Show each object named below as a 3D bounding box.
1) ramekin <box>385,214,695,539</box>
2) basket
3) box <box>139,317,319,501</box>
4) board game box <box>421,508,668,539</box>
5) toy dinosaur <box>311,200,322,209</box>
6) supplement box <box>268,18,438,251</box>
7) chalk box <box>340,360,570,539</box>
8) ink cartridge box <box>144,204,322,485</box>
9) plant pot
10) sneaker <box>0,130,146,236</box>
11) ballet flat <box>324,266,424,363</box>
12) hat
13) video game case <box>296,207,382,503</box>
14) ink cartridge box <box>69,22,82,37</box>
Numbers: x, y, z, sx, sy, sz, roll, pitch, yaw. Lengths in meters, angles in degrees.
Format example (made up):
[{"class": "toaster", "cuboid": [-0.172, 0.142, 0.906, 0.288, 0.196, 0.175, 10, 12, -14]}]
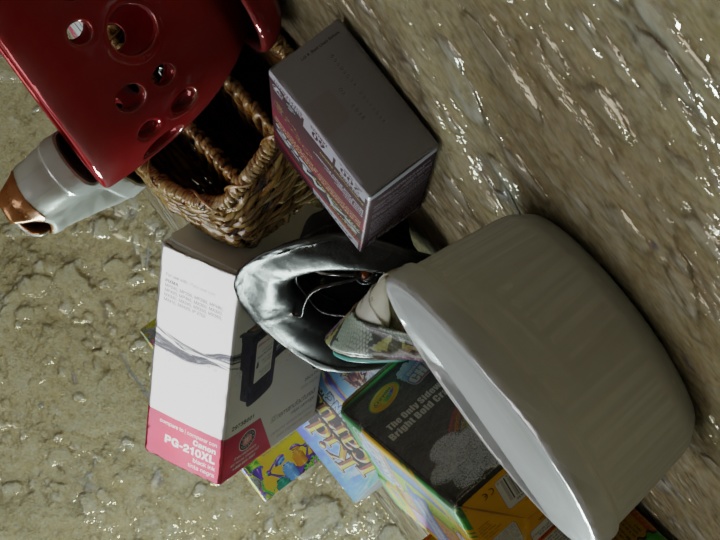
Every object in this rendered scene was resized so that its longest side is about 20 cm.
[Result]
[{"class": "ramekin", "cuboid": [0.110, 0.057, 1.248, 0.203, 0.094, 0.202, 51, 172, 10]}, {"class": "basket", "cuboid": [-0.125, -0.133, 1.648, 0.200, 0.143, 0.149, 49, 173, 25]}, {"class": "box", "cuboid": [-0.086, 0.093, 2.226, 0.193, 0.200, 0.122, 59, 172, -33]}, {"class": "board game box", "cuboid": [0.158, 0.293, 1.617, 0.200, 0.200, 0.200, 45, 169, 51]}, {"class": "toy dinosaur", "cuboid": [-0.039, -0.017, 1.885, 0.088, 0.047, 0.201, 38, 135, 46]}, {"class": "supplement box", "cuboid": [-0.007, -0.087, 1.446, 0.109, 0.061, 0.200, 52, 173, 7]}, {"class": "chalk box", "cuboid": [0.079, 0.126, 1.584, 0.200, 0.124, 0.124, 38, 163, 49]}, {"class": "ink cartridge box", "cuboid": [-0.097, 0.050, 1.752, 0.084, 0.145, 0.201, 23, 122, 25]}, {"class": "plant pot", "cuboid": [-0.169, -0.188, 1.505, 0.201, 0.182, 0.200, 52, 172, 10]}, {"class": "sneaker", "cuboid": [-0.231, -0.071, 1.666, 0.073, 0.085, 0.200, 54, -168, 5]}, {"class": "ballet flat", "cuboid": [0.049, 0.036, 1.533, 0.200, 0.069, 0.071, 10, 122, 46]}, {"class": "hat", "cuboid": [0.000, 0.000, 1.643, 0.201, 0.200, 0.081, 63, -154, -54]}, {"class": "video game case", "cuboid": [-0.010, 0.071, 1.822, 0.200, 0.045, 0.181, 50, 132, 9]}, {"class": "ink cartridge box", "cuboid": [-0.225, -0.243, 1.991, 0.147, 0.083, 0.200, 51, 173, 20]}]
